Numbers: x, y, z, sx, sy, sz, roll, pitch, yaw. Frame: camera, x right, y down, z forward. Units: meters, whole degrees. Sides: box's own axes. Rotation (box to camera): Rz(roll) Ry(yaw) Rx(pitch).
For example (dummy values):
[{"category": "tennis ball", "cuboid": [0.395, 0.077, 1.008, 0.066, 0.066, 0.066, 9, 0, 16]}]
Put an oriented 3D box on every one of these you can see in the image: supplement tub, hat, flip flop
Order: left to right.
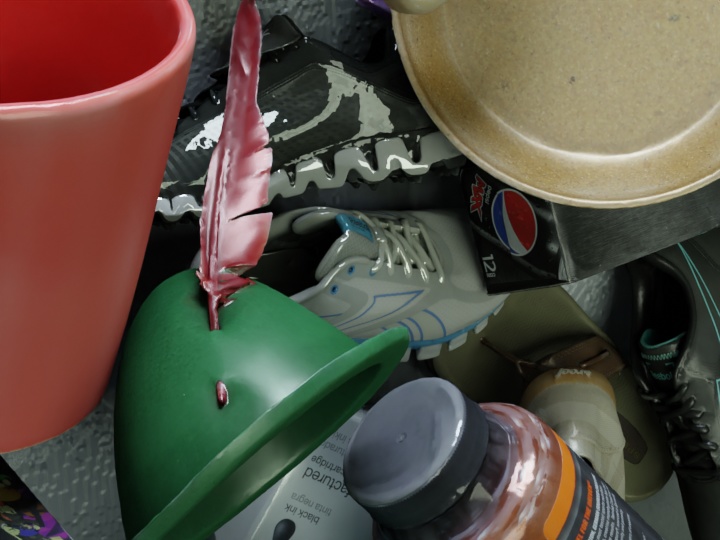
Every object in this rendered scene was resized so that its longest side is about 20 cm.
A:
[{"category": "hat", "cuboid": [-0.090, 0.015, 1.022, 0.200, 0.176, 0.166, -31, 167, -51]}, {"category": "supplement tub", "cuboid": [0.078, 0.135, 1.126, 0.107, 0.107, 0.200, -49, 124, -6]}, {"category": "flip flop", "cuboid": [0.112, 0.066, 1.247, 0.081, 0.058, 0.200, -51, 123, -4]}]

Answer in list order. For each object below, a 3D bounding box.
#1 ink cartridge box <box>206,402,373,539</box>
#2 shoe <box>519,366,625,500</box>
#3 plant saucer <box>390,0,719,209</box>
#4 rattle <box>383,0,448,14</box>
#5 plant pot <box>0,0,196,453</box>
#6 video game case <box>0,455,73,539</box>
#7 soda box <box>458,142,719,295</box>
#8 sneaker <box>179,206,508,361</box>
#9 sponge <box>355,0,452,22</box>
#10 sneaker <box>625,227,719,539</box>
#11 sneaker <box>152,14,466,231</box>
[{"category": "ink cartridge box", "cuboid": [-0.032, 0.164, 1.187, 0.146, 0.083, 0.200, 26, 94, -34]}, {"category": "shoe", "cuboid": [0.105, 0.135, 1.236, 0.070, 0.053, 0.200, -6, 136, -4]}, {"category": "plant saucer", "cuboid": [0.113, -0.127, 1.090, 0.200, 0.035, 0.201, 0, 86, 0]}, {"category": "rattle", "cuboid": [0.043, -0.207, 1.063, 0.130, 0.143, 0.200, 43, 73, -10]}, {"category": "plant pot", "cuboid": [-0.172, -0.031, 0.986, 0.200, 0.200, 0.178, -9, 122, -26]}, {"category": "video game case", "cuboid": [-0.236, 0.103, 0.994, 0.200, 0.181, 0.036, 4, 107, -29]}, {"category": "soda box", "cuboid": [0.145, -0.048, 1.186, 0.200, 0.063, 0.071, -20, 99, -38]}, {"category": "sneaker", "cuboid": [0.000, 0.000, 1.133, 0.200, 0.075, 0.087, -14, 154, -26]}, {"category": "sponge", "cuboid": [0.092, -0.193, 1.126, 0.111, 0.030, 0.200, 27, 92, -10]}, {"category": "sneaker", "cuboid": [0.178, 0.069, 1.254, 0.079, 0.075, 0.201, -6, 87, -44]}, {"category": "sneaker", "cuboid": [-0.052, -0.072, 1.107, 0.199, 0.066, 0.091, -12, 95, -15]}]
